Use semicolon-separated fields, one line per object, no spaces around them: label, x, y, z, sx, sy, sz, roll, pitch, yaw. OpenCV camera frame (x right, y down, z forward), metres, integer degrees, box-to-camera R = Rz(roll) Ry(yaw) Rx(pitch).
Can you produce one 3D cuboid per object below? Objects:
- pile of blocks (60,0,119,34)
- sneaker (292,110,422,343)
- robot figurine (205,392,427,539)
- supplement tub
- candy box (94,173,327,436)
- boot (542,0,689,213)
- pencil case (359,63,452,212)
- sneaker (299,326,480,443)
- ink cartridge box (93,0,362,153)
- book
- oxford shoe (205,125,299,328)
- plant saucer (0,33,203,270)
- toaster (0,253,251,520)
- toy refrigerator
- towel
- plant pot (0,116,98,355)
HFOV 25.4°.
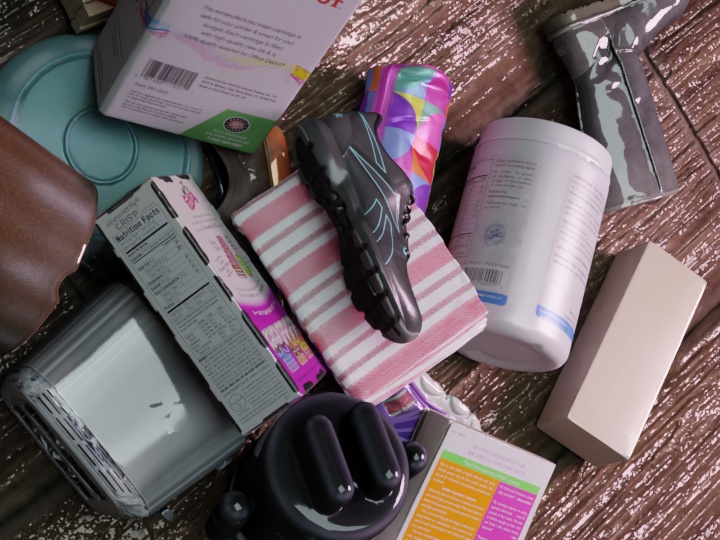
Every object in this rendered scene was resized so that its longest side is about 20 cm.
pile of blocks;-0.159;-0.242;1.352;0.199;0.062;0.083;2;75;-32
sneaker;0.015;-0.041;1.294;0.079;0.075;0.201;-19;81;-23
robot figurine;-0.034;0.175;1.278;0.149;0.200;0.126;24;60;-9
supplement tub;0.146;-0.021;1.448;0.131;0.132;0.201;25;71;-23
candy box;-0.114;0.023;1.248;0.061;0.136;0.201;-34;89;8
boot;0.278;-0.171;1.577;0.181;0.073;0.201;-21;85;-16
pencil case;0.025;-0.087;1.418;0.088;0.088;0.202;21;70;-24
sneaker;0.020;0.115;1.389;0.200;0.080;0.084;39;72;-18
ink cartridge box;-0.106;-0.200;1.267;0.144;0.200;0.084;13;46;-29
book;0.077;0.237;1.383;0.133;0.048;0.201;25;88;-29
oxford shoe;-0.093;-0.023;1.361;0.072;0.071;0.202;-4;76;-19
plant saucer;-0.218;-0.101;1.324;0.199;0.027;0.202;4;80;-27
toaster;-0.190;0.100;1.257;0.129;0.113;0.201;-42;103;-25
toy refrigerator;0.248;0.080;1.523;0.076;0.070;0.201;33;67;-12
towel;0.000;0.000;1.334;0.146;0.030;0.201;-33;86;-23
plant pot;-0.315;-0.046;1.175;0.198;0.200;0.202;32;68;-27
